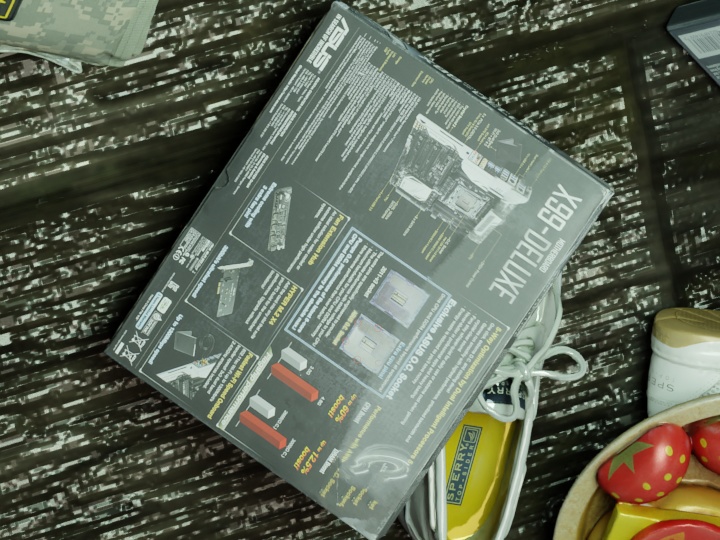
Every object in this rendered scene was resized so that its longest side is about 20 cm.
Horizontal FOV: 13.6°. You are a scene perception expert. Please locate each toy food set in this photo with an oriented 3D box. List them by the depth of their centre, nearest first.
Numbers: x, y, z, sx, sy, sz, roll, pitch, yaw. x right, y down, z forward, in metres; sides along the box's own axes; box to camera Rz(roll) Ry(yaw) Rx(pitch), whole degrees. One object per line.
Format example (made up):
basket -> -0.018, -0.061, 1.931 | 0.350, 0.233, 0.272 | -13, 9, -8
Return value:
toy food set -> 0.195, 0.140, 1.523 | 0.199, 0.049, 0.199 | 8, 128, -12

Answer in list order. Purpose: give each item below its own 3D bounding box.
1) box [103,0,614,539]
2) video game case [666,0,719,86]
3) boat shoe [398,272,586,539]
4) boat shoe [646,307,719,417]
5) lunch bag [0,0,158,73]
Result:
box -> 0.000, 0.000, 1.411 | 0.157, 0.050, 0.201 | 34, 94, 7
video game case -> 0.259, -0.069, 1.471 | 0.200, 0.142, 0.019 | 42, 62, -25
boat shoe -> 0.064, 0.052, 1.467 | 0.074, 0.086, 0.203 | 9, 103, -21
boat shoe -> 0.239, 0.065, 1.542 | 0.199, 0.071, 0.070 | 7, 104, -11
lunch bag -> -0.156, -0.188, 1.307 | 0.163, 0.118, 0.201 | 9, 109, -19
